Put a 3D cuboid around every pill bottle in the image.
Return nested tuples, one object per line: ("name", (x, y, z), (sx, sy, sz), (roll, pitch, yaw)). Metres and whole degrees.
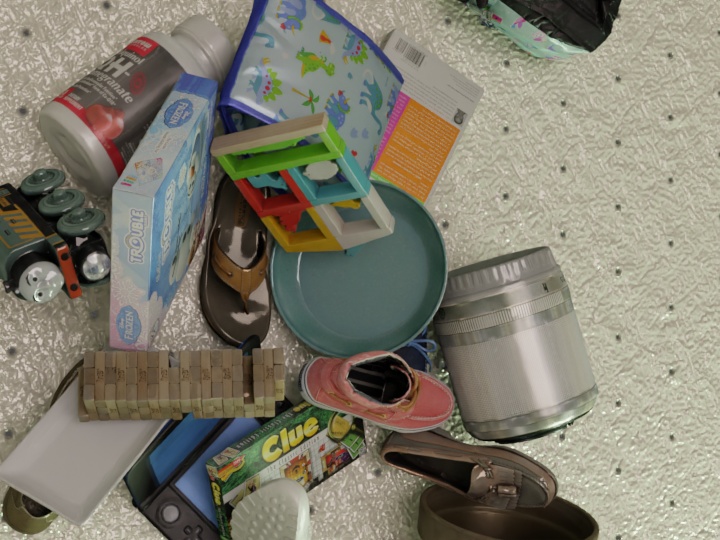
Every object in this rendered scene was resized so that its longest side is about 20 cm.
("pill bottle", (-0.224, -0.178, 1.339), (0.200, 0.111, 0.111), (-42, 102, -22))

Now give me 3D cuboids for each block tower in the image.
("block tower", (-0.174, 0.110, 1.246), (0.200, 0.058, 0.054), (-2, 62, -5))

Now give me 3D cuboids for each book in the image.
("book", (0.046, -0.164, 1.499), (0.134, 0.048, 0.200), (33, 72, -15))

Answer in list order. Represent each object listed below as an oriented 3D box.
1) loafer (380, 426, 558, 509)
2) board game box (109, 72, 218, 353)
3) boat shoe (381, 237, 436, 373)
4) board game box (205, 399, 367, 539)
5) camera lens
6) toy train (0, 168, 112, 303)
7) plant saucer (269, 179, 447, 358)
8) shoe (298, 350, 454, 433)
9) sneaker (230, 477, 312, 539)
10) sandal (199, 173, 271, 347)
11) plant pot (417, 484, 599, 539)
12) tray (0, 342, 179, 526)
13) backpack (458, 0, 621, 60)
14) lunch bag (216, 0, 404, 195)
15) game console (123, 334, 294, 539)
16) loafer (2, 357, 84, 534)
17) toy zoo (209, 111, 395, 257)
("loafer", (0.117, 0.226, 1.429), (0.063, 0.200, 0.072), (-40, 143, -54))
("board game box", (-0.192, -0.056, 1.258), (0.043, 0.200, 0.199), (15, 41, 4))
("boat shoe", (0.037, 0.059, 1.461), (0.084, 0.069, 0.200), (-16, 92, -25))
("board game box", (-0.075, 0.199, 1.380), (0.200, 0.023, 0.105), (-30, 125, -34))
("camera lens", (0.174, 0.087, 1.471), (0.160, 0.160, 0.200), (-18, 93, -25))
("toy train", (-0.314, -0.030, 1.248), (0.114, 0.200, 0.085), (-25, 126, -22))
("plant saucer", (0.000, 0.000, 1.425), (0.200, 0.036, 0.200), (-1, 83, 12))
("shoe", (0.038, 0.131, 1.375), (0.200, 0.091, 0.072), (15, 75, -32))
("sneaker", (-0.084, 0.270, 1.334), (0.076, 0.200, 0.080), (39, 48, 19))
("sandal", (-0.126, -0.016, 1.397), (0.082, 0.055, 0.200), (9, 82, -17))
("plant pot", (0.152, 0.349, 1.438), (0.200, 0.200, 0.174), (5, 100, -24))
("tray", (-0.252, 0.154, 1.262), (0.107, 0.022, 0.200), (25, 55, 18))
("backpack", (0.215, -0.343, 1.547), (0.200, 0.127, 0.167), (33, 84, -20))
("lunch bag", (-0.065, -0.188, 1.368), (0.200, 0.127, 0.170), (44, 55, -47))
("game console", (-0.136, 0.194, 1.343), (0.171, 0.118, 0.200), (48, 69, -13))
("loafer", (-0.290, 0.176, 1.301), (0.076, 0.067, 0.200), (29, 75, -20))
("toy zoo", (-0.051, -0.077, 1.338), (0.200, 0.131, 0.020), (56, 35, -43))
